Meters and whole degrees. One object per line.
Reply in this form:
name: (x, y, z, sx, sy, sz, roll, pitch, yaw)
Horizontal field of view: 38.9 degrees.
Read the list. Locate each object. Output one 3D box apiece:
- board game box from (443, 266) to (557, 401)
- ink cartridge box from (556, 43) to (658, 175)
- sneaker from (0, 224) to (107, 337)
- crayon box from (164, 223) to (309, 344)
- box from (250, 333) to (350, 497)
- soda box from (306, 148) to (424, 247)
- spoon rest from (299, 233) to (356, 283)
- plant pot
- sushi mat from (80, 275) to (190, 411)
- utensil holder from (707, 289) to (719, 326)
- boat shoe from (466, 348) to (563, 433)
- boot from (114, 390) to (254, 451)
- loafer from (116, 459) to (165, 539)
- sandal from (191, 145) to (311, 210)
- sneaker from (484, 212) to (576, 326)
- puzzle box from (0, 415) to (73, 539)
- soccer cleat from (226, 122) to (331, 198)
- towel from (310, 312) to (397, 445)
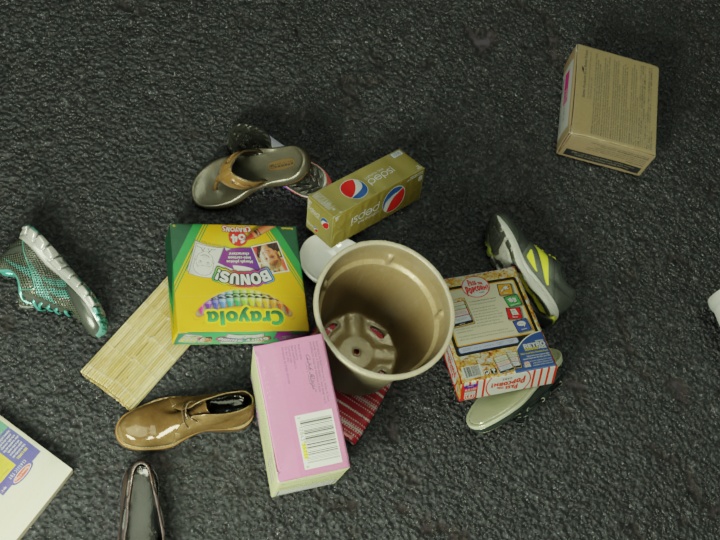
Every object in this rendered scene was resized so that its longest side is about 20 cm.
board game box: (0.195, 0.092, 1.554, 0.149, 0.047, 0.202, -9, 50, -8)
ink cartridge box: (0.443, -0.287, 1.822, 0.163, 0.075, 0.202, 14, 63, -5)
sneaker: (-0.445, 0.032, 1.466, 0.091, 0.078, 0.200, -42, 76, -11)
crayon box: (-0.185, 0.020, 1.521, 0.197, 0.058, 0.175, 0, 64, -21)
box: (-0.086, 0.200, 1.375, 0.095, 0.200, 0.178, -10, 74, -11)
soda box: (0.008, -0.116, 1.618, 0.199, 0.068, 0.064, -30, 55, -31)
spoon rest: (0.000, 0.000, 1.583, 0.198, 0.061, 0.100, 21, 53, -5)
plant pot: (0.013, 0.089, 1.451, 0.198, 0.184, 0.203, 6, 64, -13)
sushi mat: (-0.306, 0.104, 1.488, 0.095, 0.012, 0.200, 36, 62, 6)
utensil holder: (0.678, 0.111, 1.640, 0.168, 0.170, 0.202, -11, 70, -18)
boat shoe: (0.241, 0.198, 1.550, 0.199, 0.074, 0.067, -39, 121, -33)
boot: (-0.244, 0.200, 1.424, 0.197, 0.076, 0.074, -10, 69, -17)
loafer: (-0.290, 0.350, 1.346, 0.071, 0.063, 0.202, -3, 66, -15)
sandal: (-0.175, -0.151, 1.580, 0.197, 0.055, 0.083, -11, 76, 12)
sneaker: (0.275, -0.008, 1.659, 0.084, 0.074, 0.202, -25, 82, -29)
puzzle box: (-0.492, 0.306, 1.340, 0.132, 0.025, 0.201, 35, 62, 4)
soccer cleat: (-0.130, -0.171, 1.642, 0.199, 0.073, 0.069, 31, 91, 20)
towel: (-0.020, 0.143, 1.535, 0.144, 0.023, 0.201, 31, 63, 2)
